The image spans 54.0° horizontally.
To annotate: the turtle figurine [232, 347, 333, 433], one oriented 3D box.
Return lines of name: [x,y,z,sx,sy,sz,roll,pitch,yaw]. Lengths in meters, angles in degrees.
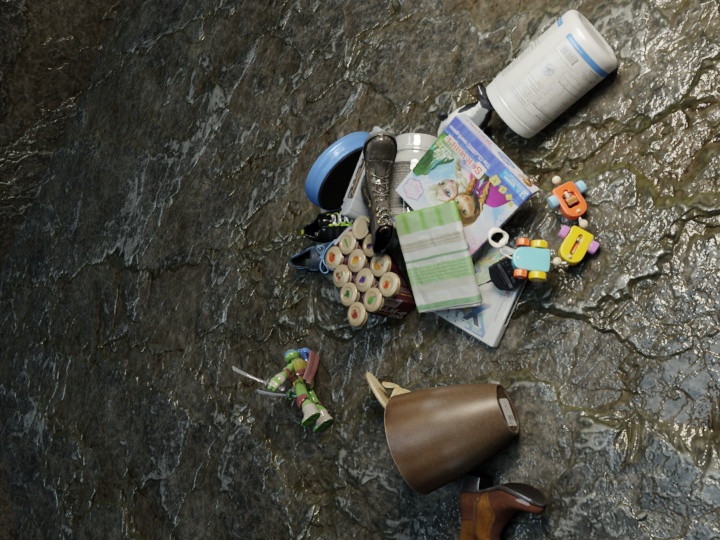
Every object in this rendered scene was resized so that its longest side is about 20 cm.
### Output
turtle figurine: [-0.164,0.289,1.620,0.194,0.199,0.144,54,152,33]

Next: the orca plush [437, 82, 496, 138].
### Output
orca plush: [0.214,-0.317,1.400,0.200,0.105,0.071,109,-174,-71]

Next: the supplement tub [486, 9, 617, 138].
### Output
supplement tub: [0.340,-0.348,1.264,0.200,0.132,0.132,-39,56,33]

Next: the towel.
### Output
towel: [0.149,-0.024,1.352,0.149,0.031,0.201,-11,95,40]

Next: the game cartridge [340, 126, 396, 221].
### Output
game cartridge: [0.043,-0.191,1.521,0.041,0.133,0.201,20,89,53]

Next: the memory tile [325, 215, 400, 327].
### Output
memory tile: [0.000,0.000,1.453,0.153,0.017,0.200,-43,53,29]

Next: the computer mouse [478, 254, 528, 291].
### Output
computer mouse: [0.241,0.021,1.325,0.200,0.034,0.059,-30,86,42]

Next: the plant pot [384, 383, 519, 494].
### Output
plant pot: [0.176,0.282,1.273,0.200,0.187,0.188,-25,63,22]

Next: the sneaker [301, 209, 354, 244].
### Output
sneaker: [-0.059,-0.104,1.642,0.200,0.083,0.072,-23,66,40]

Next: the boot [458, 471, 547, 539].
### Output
boot: [0.237,0.468,1.228,0.188,0.068,0.201,-1,81,44]

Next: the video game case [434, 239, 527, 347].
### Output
video game case: [0.223,0.025,1.374,0.200,0.022,0.183,31,103,44]

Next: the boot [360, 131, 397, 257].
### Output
boot: [0.043,-0.146,1.368,0.200,0.069,0.175,97,169,-49]

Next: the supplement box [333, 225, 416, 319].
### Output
supplement box: [0.031,0.005,1.509,0.061,0.109,0.200,-46,51,26]

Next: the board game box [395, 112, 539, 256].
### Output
board game box: [0.193,-0.151,1.322,0.200,0.041,0.200,48,126,11]

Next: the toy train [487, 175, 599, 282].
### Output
toy train: [0.326,-0.064,1.238,0.200,0.056,0.150,-32,75,-5]

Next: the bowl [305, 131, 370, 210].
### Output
bowl: [-0.031,-0.214,1.562,0.039,0.200,0.201,48,115,23]

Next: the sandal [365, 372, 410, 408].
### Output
sandal: [0.092,0.278,1.428,0.070,0.078,0.212,-37,61,10]

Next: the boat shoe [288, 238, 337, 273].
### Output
boat shoe: [-0.090,-0.022,1.657,0.200,0.068,0.084,-20,82,45]

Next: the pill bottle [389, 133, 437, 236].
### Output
pill bottle: [0.110,-0.174,1.467,0.114,0.114,0.201,0,82,45]
